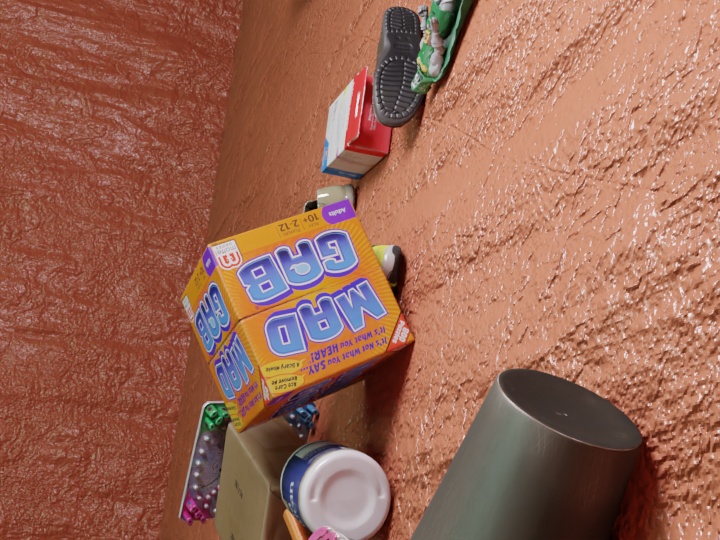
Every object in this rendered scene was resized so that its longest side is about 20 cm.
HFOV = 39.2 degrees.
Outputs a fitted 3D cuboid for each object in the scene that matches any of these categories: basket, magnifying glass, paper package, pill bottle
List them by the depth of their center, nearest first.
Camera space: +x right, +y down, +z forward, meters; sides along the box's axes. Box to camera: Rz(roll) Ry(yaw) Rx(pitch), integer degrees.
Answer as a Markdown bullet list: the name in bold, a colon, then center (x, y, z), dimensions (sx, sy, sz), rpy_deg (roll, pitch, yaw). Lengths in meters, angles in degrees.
- **basket**: center (0.117, 0.187, 0.751), dimensions (0.180, 0.135, 0.201), rpy_deg (-125, 51, -64)
- **pill bottle**: center (-0.040, 0.274, 1.271), dimensions (0.200, 0.110, 0.112), rpy_deg (163, 117, -75)
- **magnifying glass**: center (-0.057, 0.395, 1.294), dimensions (0.201, 0.022, 0.080), rpy_deg (63, 148, 36)
- **paper package**: center (-0.131, 0.344, 1.474), dimensions (0.200, 0.103, 0.192), rpy_deg (37, 121, 58)

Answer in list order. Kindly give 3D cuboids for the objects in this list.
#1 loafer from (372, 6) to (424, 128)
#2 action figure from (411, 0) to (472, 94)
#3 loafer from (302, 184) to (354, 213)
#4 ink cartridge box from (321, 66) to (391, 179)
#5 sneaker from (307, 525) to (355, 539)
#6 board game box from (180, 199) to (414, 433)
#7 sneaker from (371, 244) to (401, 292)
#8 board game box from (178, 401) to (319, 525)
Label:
- **loafer**: center (0.054, -0.276, 1.420), dimensions (0.071, 0.072, 0.201), rpy_deg (107, 172, -60)
- **action figure**: center (0.103, -0.319, 1.292), dimensions (0.118, 0.054, 0.201), rpy_deg (-111, 31, -57)
- **loafer**: center (-0.067, -0.082, 1.692), dimensions (0.200, 0.068, 0.076), rpy_deg (121, 155, -50)
- **ink cartridge box**: center (0.001, -0.223, 1.550), dimensions (0.200, 0.067, 0.117), rpy_deg (153, 126, -71)
- **sneaker**: center (0.020, 0.349, 1.098), dimensions (0.200, 0.087, 0.074), rpy_deg (28, 89, 51)
- **board game box**: center (-0.088, 0.061, 1.295), dimensions (0.201, 0.199, 0.200), rpy_deg (65, 154, 11)
- **sneaker**: center (0.000, 0.000, 1.385), dimensions (0.200, 0.076, 0.076), rpy_deg (162, 119, -71)
- **board game box**: center (-0.170, 0.300, 1.576), dimensions (0.026, 0.199, 0.202), rpy_deg (33, 113, 52)
